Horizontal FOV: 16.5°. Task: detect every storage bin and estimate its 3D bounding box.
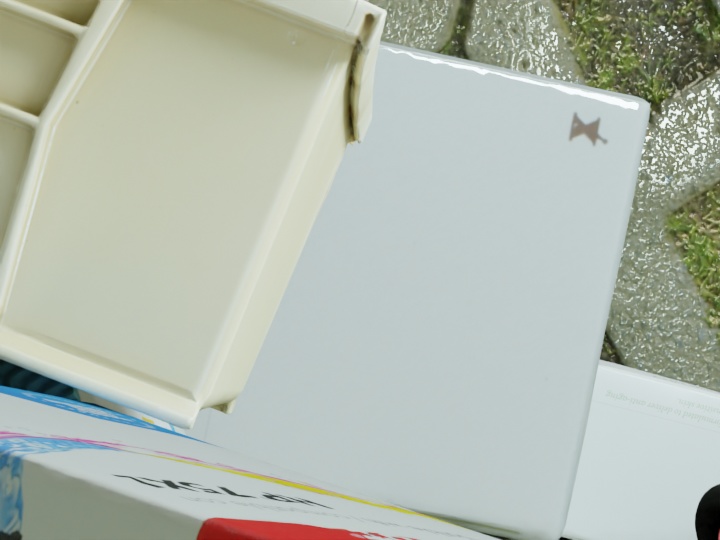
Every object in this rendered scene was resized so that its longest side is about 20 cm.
[{"bbox_3d":[-0.104,-0.041,0.585,0.198,0.094,0.200,22,-2,0],"label":"storage bin"}]

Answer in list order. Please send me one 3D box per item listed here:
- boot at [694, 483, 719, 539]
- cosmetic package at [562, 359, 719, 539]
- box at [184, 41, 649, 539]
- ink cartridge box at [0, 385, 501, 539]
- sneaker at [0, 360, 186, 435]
[{"bbox_3d":[0.224,0.130,0.994,0.144,0.073,0.200,-2,14,-26],"label":"boot"},{"bbox_3d":[0.119,0.087,1.219,0.107,0.085,0.200,15,-1,-13],"label":"cosmetic package"},{"bbox_3d":[0.000,0.000,1.119,0.200,0.199,0.171,12,1,-12],"label":"box"},{"bbox_3d":[-0.022,0.066,0.389,0.200,0.067,0.116,14,-1,39],"label":"ink cartridge box"},{"bbox_3d":[-0.139,0.039,0.746,0.200,0.077,0.081,22,-3,35],"label":"sneaker"}]
